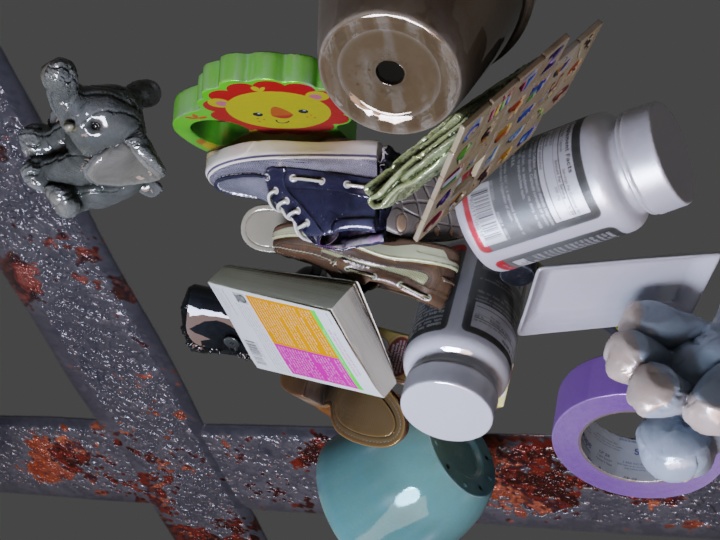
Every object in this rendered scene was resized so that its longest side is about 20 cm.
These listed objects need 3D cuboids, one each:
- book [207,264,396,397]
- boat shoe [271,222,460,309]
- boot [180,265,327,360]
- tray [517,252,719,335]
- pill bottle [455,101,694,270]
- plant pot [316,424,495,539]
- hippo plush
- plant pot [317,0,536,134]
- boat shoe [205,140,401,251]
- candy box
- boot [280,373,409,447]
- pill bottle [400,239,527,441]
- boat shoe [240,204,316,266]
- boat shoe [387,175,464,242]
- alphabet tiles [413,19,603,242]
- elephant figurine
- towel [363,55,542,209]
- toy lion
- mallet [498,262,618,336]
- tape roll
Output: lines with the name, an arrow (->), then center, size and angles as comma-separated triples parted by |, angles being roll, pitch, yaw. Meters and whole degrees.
book -> -0.065, 0.066, 1.196 | 0.200, 0.048, 0.134 | 8, 134, 42
boat shoe -> -0.002, -0.001, 1.150 | 0.202, 0.075, 0.075 | 9, 173, 18
boot -> -0.131, 0.050, 1.328 | 0.168, 0.077, 0.200 | 13, 143, 0
tray -> 0.263, 0.019, 1.150 | 0.199, 0.022, 0.108 | -5, 138, -12
pill bottle -> 0.199, -0.079, 1.041 | 0.200, 0.114, 0.114 | -18, 126, 33
plant pot -> 0.070, 0.260, 1.398 | 0.200, 0.201, 0.161 | 40, 122, -22
hippo plush -> 0.331, 0.125, 1.158 | 0.159, 0.200, 0.161 | 29, 140, 26
plant pot -> 0.043, -0.212, 0.927 | 0.199, 0.174, 0.200 | 9, 136, 9
boat shoe -> -0.060, -0.069, 1.057 | 0.199, 0.093, 0.075 | -2, 159, 21
candy box -> 0.072, 0.110, 1.298 | 0.199, 0.055, 0.115 | 15, 172, 5
boot -> 0.020, 0.157, 1.277 | 0.155, 0.074, 0.200 | 26, 180, -44
pill bottle -> 0.108, 0.073, 1.177 | 0.114, 0.200, 0.114 | 10, 137, 10
boat shoe -> -0.031, -0.035, 1.236 | 0.199, 0.073, 0.063 | 10, 180, 2
boat shoe -> 0.019, -0.070, 1.167 | 0.199, 0.076, 0.072 | 13, 171, -2
alphabet tiles -> 0.125, -0.124, 0.916 | 0.008, 0.200, 0.167 | 41, 152, 12
elephant figurine -> -0.256, -0.139, 1.129 | 0.142, 0.155, 0.200 | 54, 139, -5
towel -> 0.095, -0.123, 0.989 | 0.148, 0.200, 0.037 | -35, 92, 42
toy lion -> -0.092, -0.152, 1.048 | 0.199, 0.069, 0.192 | -3, 166, 23
mallet -> 0.222, 0.014, 1.204 | 0.200, 0.066, 0.041 | 29, 140, -33
tape roll -> 0.330, 0.186, 1.316 | 0.199, 0.066, 0.200 | 10, 136, 10
